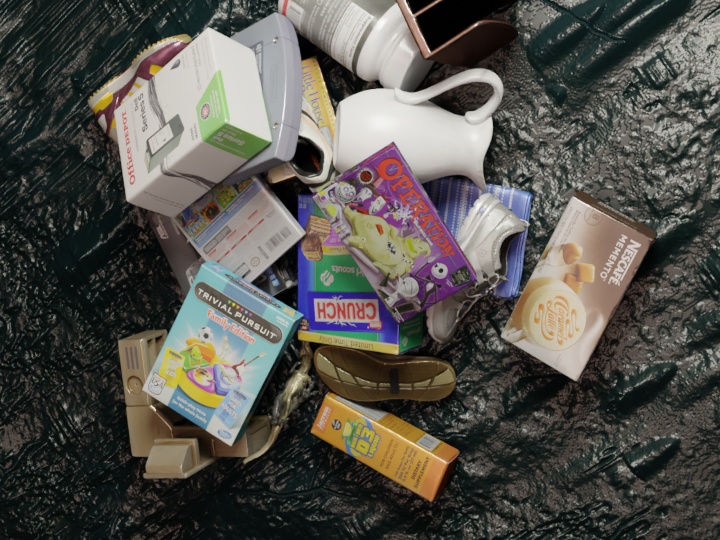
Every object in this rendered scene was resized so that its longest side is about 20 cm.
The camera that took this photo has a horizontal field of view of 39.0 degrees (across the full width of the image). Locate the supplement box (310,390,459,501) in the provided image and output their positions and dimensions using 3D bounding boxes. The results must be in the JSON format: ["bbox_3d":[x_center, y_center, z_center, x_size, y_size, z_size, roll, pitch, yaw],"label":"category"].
[{"bbox_3d":[0.033,0.238,1.410,0.198,0.069,0.067,27,104,18],"label":"supplement box"}]

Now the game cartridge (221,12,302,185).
[{"bbox_3d":[-0.130,-0.221,1.308,0.132,0.040,0.203,-17,68,44],"label":"game cartridge"}]

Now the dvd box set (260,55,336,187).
[{"bbox_3d":[-0.128,-0.191,1.400,0.197,0.029,0.148,-19,89,7],"label":"dvd box set"}]

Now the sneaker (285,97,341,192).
[{"bbox_3d":[-0.086,-0.182,1.327,0.074,0.080,0.201,-42,70,7],"label":"sneaker"}]

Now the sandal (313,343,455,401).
[{"bbox_3d":[0.034,0.136,1.404,0.197,0.054,0.081,4,113,7],"label":"sandal"}]

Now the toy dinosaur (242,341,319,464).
[{"bbox_3d":[-0.102,0.185,1.414,0.047,0.088,0.202,30,78,-10],"label":"toy dinosaur"}]

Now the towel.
[{"bbox_3d":[0.125,-0.049,1.355,0.197,0.024,0.147,12,101,20],"label":"towel"}]

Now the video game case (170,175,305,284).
[{"bbox_3d":[-0.186,-0.084,1.385,0.143,0.018,0.201,-39,91,24],"label":"video game case"}]

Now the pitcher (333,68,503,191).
[{"bbox_3d":[0.070,-0.180,1.256,0.197,0.122,0.173,4,133,-7],"label":"pitcher"}]

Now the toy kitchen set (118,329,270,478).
[{"bbox_3d":[-0.259,0.188,1.465,0.197,0.163,0.183,-4,96,21],"label":"toy kitchen set"}]

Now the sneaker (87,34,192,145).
[{"bbox_3d":[-0.302,-0.260,1.473,0.199,0.075,0.091,-31,94,29],"label":"sneaker"}]

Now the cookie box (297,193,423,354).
[{"bbox_3d":[0.000,0.000,1.366,0.169,0.075,0.203,5,99,33],"label":"cookie box"}]

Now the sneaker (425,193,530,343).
[{"bbox_3d":[0.147,0.007,1.300,0.081,0.075,0.202,28,104,20],"label":"sneaker"}]

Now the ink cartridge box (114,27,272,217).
[{"bbox_3d":[-0.218,-0.183,1.297,0.199,0.083,0.147,-32,59,31],"label":"ink cartridge box"}]

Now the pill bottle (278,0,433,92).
[{"bbox_3d":[0.001,-0.319,1.316,0.199,0.114,0.115,37,109,12],"label":"pill bottle"}]

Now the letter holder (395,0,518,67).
[{"bbox_3d":[0.141,-0.325,1.212,0.141,0.200,0.102,-27,88,22],"label":"letter holder"}]

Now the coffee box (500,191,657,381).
[{"bbox_3d":[0.274,0.018,1.274,0.113,0.080,0.202,30,108,15],"label":"coffee box"}]

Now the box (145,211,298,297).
[{"bbox_3d":[-0.200,-0.032,1.470,0.156,0.050,0.202,-28,86,21],"label":"box"}]

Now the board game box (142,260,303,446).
[{"bbox_3d":[-0.190,0.113,1.392,0.150,0.047,0.202,29,103,7],"label":"board game box"}]

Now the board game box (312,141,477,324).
[{"bbox_3d":[0.043,-0.042,1.241,0.119,0.032,0.201,-32,109,10],"label":"board game box"}]
